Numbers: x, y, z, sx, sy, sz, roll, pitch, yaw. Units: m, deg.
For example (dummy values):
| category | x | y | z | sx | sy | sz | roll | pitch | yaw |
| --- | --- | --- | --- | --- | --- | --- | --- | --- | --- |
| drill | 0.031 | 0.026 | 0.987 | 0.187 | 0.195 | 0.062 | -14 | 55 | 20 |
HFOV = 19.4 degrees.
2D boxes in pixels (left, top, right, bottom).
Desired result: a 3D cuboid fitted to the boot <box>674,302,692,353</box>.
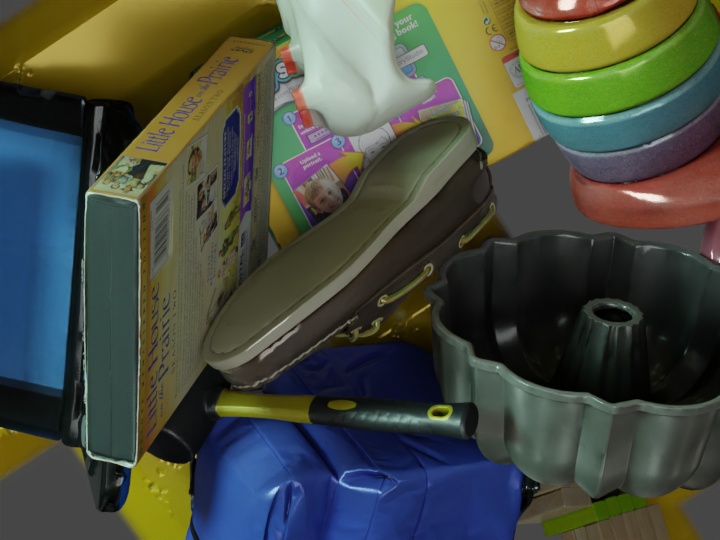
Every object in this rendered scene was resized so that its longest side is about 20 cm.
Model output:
| category | x | y | z | sx | sy | sz | roll | pitch | yaw |
| --- | --- | --- | --- | --- | --- | --- | --- | --- | --- |
| boot | 0.262 | 0.077 | 1.256 | 0.131 | 0.070 | 0.201 | -28 | 108 | -7 |

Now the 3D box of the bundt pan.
| category | x | y | z | sx | sy | sz | roll | pitch | yaw |
| --- | --- | --- | --- | --- | --- | --- | --- | --- | --- |
| bundt pan | 0.129 | 0.054 | 1.124 | 0.200 | 0.202 | 0.076 | 3 | 117 | -7 |

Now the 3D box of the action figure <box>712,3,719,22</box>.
| category | x | y | z | sx | sy | sz | roll | pitch | yaw |
| --- | --- | --- | --- | --- | --- | --- | --- | --- | --- |
| action figure | 0.206 | -0.159 | 1.173 | 0.098 | 0.065 | 0.201 | 15 | 103 | -21 |

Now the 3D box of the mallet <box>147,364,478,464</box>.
| category | x | y | z | sx | sy | sz | roll | pitch | yaw |
| --- | --- | --- | --- | --- | --- | --- | --- | --- | --- |
| mallet | -0.026 | 0.064 | 1.097 | 0.199 | 0.066 | 0.041 | -4 | 140 | 28 |

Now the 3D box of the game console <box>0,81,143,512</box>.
| category | x | y | z | sx | sy | sz | roll | pitch | yaw |
| --- | --- | --- | --- | --- | --- | --- | --- | --- | --- |
| game console | -0.183 | 0.009 | 1.135 | 0.117 | 0.171 | 0.201 | 2 | 106 | -13 |

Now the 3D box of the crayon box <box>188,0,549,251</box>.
| category | x | y | z | sx | sy | sz | roll | pitch | yaw |
| --- | --- | --- | --- | --- | --- | --- | --- | --- | --- |
| crayon box | 0.018 | -0.101 | 1.175 | 0.199 | 0.058 | 0.119 | -27 | 107 | 3 |

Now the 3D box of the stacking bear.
| category | x | y | z | sx | sy | sz | roll | pitch | yaw |
| --- | --- | --- | --- | --- | --- | --- | --- | --- | --- |
| stacking bear | 0.130 | -0.132 | 1.078 | 0.113 | 0.122 | 0.201 | -13 | 122 | 19 |

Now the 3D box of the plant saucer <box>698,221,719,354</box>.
| category | x | y | z | sx | sy | sz | roll | pitch | yaw |
| --- | --- | --- | --- | --- | --- | --- | --- | --- | --- |
| plant saucer | 0.292 | 0.006 | 1.205 | 0.199 | 0.051 | 0.202 | 0 | 90 | -17 |

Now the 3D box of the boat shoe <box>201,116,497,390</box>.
| category | x | y | z | sx | sy | sz | roll | pitch | yaw |
| --- | --- | --- | --- | --- | --- | --- | --- | --- | --- |
| boat shoe | 0.000 | 0.000 | 1.104 | 0.200 | 0.072 | 0.060 | -45 | 121 | -28 |

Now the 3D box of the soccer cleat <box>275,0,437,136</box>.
| category | x | y | z | sx | sy | sz | roll | pitch | yaw |
| --- | --- | --- | --- | --- | --- | --- | --- | --- | --- |
| soccer cleat | -0.018 | -0.169 | 1.110 | 0.077 | 0.069 | 0.201 | -16 | 82 | 1 |

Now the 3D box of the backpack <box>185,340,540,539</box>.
| category | x | y | z | sx | sy | sz | roll | pitch | yaw |
| --- | --- | --- | --- | --- | --- | --- | --- | --- | --- |
| backpack | -0.014 | 0.161 | 1.189 | 0.167 | 0.163 | 0.201 | -3 | 118 | -22 |

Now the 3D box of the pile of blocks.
| category | x | y | z | sx | sy | sz | roll | pitch | yaw |
| --- | --- | --- | --- | --- | --- | --- | --- | --- | --- |
| pile of blocks | 0.110 | 0.114 | 1.255 | 0.062 | 0.082 | 0.201 | -26 | 101 | 47 |

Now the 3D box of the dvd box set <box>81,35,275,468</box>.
| category | x | y | z | sx | sy | sz | roll | pitch | yaw |
| --- | --- | --- | --- | --- | --- | --- | --- | --- | --- |
| dvd box set | -0.088 | -0.015 | 1.062 | 0.029 | 0.200 | 0.147 | 10 | 120 | 13 |
